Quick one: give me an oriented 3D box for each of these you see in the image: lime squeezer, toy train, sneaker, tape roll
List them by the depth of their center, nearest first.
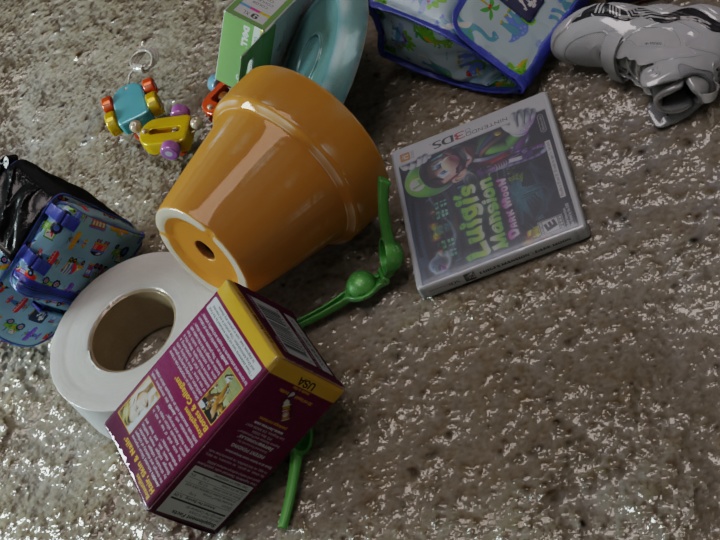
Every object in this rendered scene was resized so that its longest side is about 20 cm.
[{"bbox_3d":[-0.078,0.156,1.586,0.071,0.038,0.200,-26,49,5],"label":"lime squeezer"},{"bbox_3d":[0.000,0.000,1.637,0.200,0.071,0.038,-56,45,24],"label":"lime squeezer"},{"bbox_3d":[0.282,-0.211,1.649,0.200,0.075,0.115,1,53,26],"label":"sneaker"},{"bbox_3d":[-0.225,0.080,1.704,0.202,0.071,0.203,-15,50,18],"label":"tape roll"},{"bbox_3d":[-0.213,-0.193,1.926,0.200,0.056,0.150,21,65,35],"label":"toy train"}]

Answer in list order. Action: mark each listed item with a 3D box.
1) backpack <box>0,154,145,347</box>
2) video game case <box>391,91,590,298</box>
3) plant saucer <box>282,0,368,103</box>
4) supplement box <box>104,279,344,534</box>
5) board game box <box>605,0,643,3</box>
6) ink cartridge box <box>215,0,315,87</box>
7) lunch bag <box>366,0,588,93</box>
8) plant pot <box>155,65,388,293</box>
[{"bbox_3d":[-0.359,-0.001,1.774,0.134,0.183,0.200,35,91,28],"label":"backpack"},{"bbox_3d":[0.130,-0.081,1.668,0.182,0.023,0.200,-21,48,13],"label":"video game case"},{"bbox_3d":[-0.049,-0.231,1.798,0.200,0.027,0.200,-48,33,47],"label":"plant saucer"},{"bbox_3d":[-0.133,0.132,1.553,0.200,0.103,0.131,-48,45,12],"label":"supplement box"},{"bbox_3d":[0.341,-0.392,1.773,0.165,0.057,0.200,-11,51,19],"label":"board game box"},{"bbox_3d":[-0.115,-0.270,1.849,0.059,0.104,0.200,26,49,11],"label":"ink cartridge box"},{"bbox_3d":[0.134,-0.293,1.771,0.200,0.127,0.170,26,70,22],"label":"lunch bag"},{"bbox_3d":[-0.103,-0.075,1.648,0.200,0.200,0.183,22,57,39],"label":"plant pot"}]
